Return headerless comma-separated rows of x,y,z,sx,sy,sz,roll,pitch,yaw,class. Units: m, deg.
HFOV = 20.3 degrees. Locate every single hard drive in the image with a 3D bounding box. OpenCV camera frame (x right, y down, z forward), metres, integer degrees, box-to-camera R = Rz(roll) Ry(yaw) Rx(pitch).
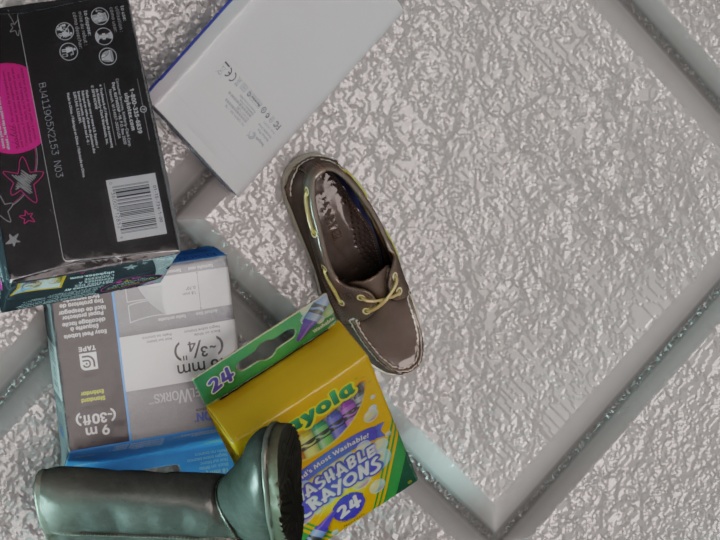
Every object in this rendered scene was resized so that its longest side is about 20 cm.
-0.065,-0.169,1.558,0.200,0.025,0.132,-49,140,-5,hard drive

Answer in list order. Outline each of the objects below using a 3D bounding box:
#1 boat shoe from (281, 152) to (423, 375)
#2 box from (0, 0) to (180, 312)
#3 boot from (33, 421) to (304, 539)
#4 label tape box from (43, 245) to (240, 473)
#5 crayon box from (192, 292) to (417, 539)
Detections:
0.000,0.000,1.614,0.071,0.059,0.201,-28,105,-12,boat shoe
-0.217,-0.086,1.480,0.131,0.115,0.202,-10,81,-16,box
-0.145,0.164,1.508,0.198,0.073,0.183,11,140,7,boot
-0.166,0.092,1.575,0.143,0.063,0.202,-9,100,-15,label tape box
-0.040,0.127,1.576,0.125,0.052,0.201,-32,136,-10,crayon box
